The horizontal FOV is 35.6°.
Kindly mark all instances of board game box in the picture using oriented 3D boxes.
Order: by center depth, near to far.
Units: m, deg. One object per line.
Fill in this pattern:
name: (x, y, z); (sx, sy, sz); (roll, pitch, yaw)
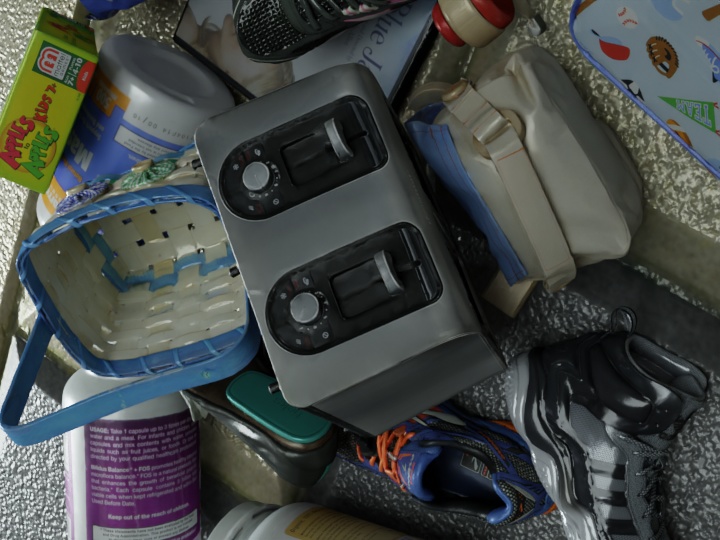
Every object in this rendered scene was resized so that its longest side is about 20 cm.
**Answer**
board game box: (-0.239, -0.135, 0.845); (0.047, 0.200, 0.103); (21, 101, -20)

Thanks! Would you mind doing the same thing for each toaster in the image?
toaster: (0.000, 0.000, 0.690); (0.117, 0.200, 0.183); (-24, 71, 8)

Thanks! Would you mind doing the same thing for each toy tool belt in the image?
toy tool belt: (0.080, -0.076, 0.703); (0.122, 0.125, 0.202); (-32, 94, 31)

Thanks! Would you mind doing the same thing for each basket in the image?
basket: (-0.144, 0.016, 0.737); (0.173, 0.202, 0.140); (-18, 131, 12)

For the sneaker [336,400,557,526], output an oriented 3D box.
sneaker: (0.044, 0.125, 0.787); (0.197, 0.078, 0.077); (12, 104, 28)

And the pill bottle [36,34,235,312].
pill bottle: (-0.185, -0.069, 0.871); (0.112, 0.112, 0.202); (39, 115, 19)

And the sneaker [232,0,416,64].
sneaker: (0.002, -0.195, 0.711); (0.198, 0.087, 0.081); (-30, 113, 13)

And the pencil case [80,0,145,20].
pencil case: (-0.132, -0.238, 0.804); (0.197, 0.088, 0.079); (-7, 130, 30)

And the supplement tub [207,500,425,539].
supplement tub: (-0.013, 0.252, 0.805); (0.197, 0.144, 0.147); (11, 104, 29)

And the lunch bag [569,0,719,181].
lunch bag: (0.208, -0.129, 0.620); (0.200, 0.075, 0.161); (49, 158, 17)

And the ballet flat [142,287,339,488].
ballet flat: (-0.095, 0.090, 0.812); (0.199, 0.067, 0.069); (38, 142, 32)

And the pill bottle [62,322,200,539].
pill bottle: (-0.184, 0.139, 0.907); (0.110, 0.112, 0.204); (7, 102, 29)

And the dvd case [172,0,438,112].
dvd case: (-0.043, -0.181, 0.822); (0.199, 0.017, 0.144); (38, 115, 20)

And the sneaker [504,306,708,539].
sneaker: (0.178, 0.124, 0.708); (0.113, 0.075, 0.202); (-35, 78, 33)

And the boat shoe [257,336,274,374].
boat shoe: (-0.050, 0.063, 0.843); (0.199, 0.062, 0.075); (-35, 82, 32)
